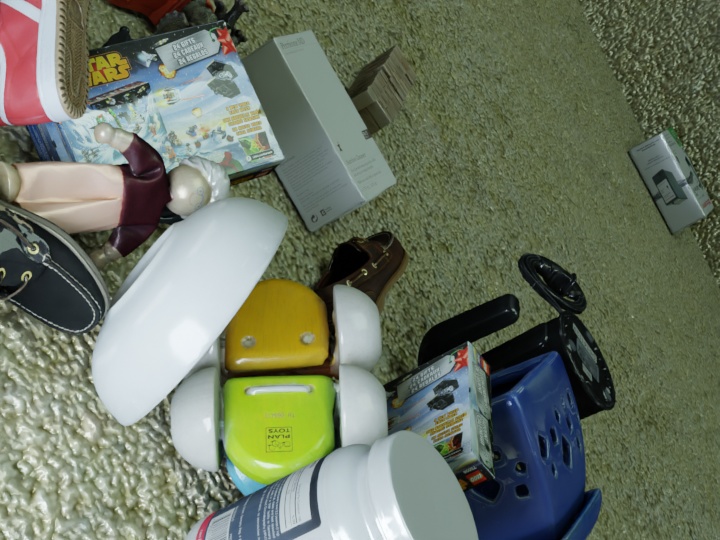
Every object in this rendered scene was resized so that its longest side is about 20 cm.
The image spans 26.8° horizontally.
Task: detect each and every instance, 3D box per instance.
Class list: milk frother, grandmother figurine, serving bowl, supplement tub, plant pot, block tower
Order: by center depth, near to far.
[{"bbox_3d":[-0.025,0.217,1.141,0.140,0.199,0.141,46,27,-32],"label":"supplement tub"},{"bbox_3d":[-0.142,0.018,1.144,0.066,0.200,0.201,38,28,-11],"label":"serving bowl"},{"bbox_3d":[-0.190,-0.054,1.172,0.199,0.122,0.061,-10,43,-36],"label":"grandmother figurine"},{"bbox_3d":[0.121,0.210,1.474,0.181,0.199,0.200,67,22,-1],"label":"plant pot"},{"bbox_3d":[0.170,0.099,1.702,0.182,0.187,0.200,60,23,-6],"label":"milk frother"},{"bbox_3d":[0.022,-0.226,1.932,0.058,0.054,0.200,55,24,-12],"label":"block tower"}]

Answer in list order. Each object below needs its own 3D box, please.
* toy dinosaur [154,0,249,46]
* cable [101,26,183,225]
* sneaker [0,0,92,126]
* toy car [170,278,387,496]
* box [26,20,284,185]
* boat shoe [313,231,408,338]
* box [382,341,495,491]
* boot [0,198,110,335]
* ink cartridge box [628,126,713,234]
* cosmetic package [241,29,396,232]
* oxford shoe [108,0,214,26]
[{"bbox_3d":[-0.161,-0.225,1.507,0.077,0.102,0.200,41,-14,6],"label":"toy dinosaur"},{"bbox_3d":[-0.195,-0.116,1.371,0.164,0.050,0.201,55,26,-36],"label":"cable"},{"bbox_3d":[-0.270,-0.202,1.186,0.071,0.111,0.202,54,31,-60],"label":"sneaker"},{"bbox_3d":[-0.067,0.111,1.269,0.151,0.173,0.201,91,-4,-45],"label":"toy car"},{"bbox_3d":[-0.177,-0.124,1.276,0.199,0.040,0.138,-19,81,-34],"label":"box"},{"bbox_3d":[0.000,0.000,1.606,0.071,0.070,0.200,59,23,-16],"label":"boat shoe"},{"bbox_3d":[0.023,0.159,1.308,0.040,0.199,0.138,47,28,-30],"label":"box"},{"bbox_3d":[-0.264,0.011,1.034,0.200,0.073,0.151,45,26,-26],"label":"boot"},{"bbox_3d":[0.659,-0.191,3.195,0.201,0.084,0.146,62,23,0],"label":"ink cartridge box"},{"bbox_3d":[-0.055,-0.155,1.655,0.201,0.081,0.113,61,25,-4],"label":"cosmetic package"},{"bbox_3d":[-0.224,-0.301,1.499,0.200,0.071,0.073,41,17,-55],"label":"oxford shoe"}]
